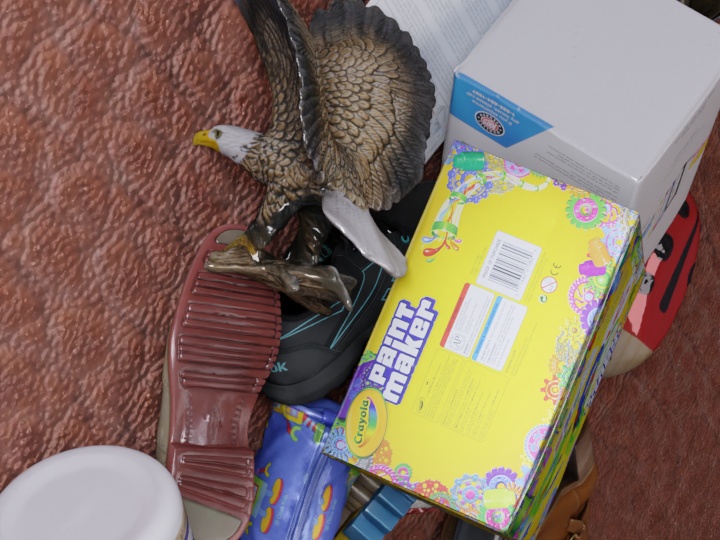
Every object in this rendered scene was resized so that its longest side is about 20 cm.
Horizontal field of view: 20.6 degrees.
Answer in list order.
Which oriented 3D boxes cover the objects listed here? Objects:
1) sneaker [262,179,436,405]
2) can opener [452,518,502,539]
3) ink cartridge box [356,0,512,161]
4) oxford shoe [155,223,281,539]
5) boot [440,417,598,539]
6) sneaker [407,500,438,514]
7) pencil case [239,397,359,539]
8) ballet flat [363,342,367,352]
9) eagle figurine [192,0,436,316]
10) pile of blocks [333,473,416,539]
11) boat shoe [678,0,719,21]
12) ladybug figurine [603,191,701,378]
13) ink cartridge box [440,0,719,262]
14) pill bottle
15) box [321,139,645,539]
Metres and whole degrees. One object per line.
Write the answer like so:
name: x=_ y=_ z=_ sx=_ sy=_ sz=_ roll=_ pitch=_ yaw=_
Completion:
sneaker: x=0.000 y=0.000 z=1.306 sx=0.200 sy=0.075 sz=0.080 roll=-48 pitch=135 yaw=-28
can opener: x=0.076 y=0.174 z=1.406 sx=0.053 sy=0.066 sz=0.201 roll=95 pitch=8 yaw=-80
ink cartridge box: x=0.041 y=-0.171 z=1.334 sx=0.200 sy=0.047 sz=0.160 roll=-52 pitch=144 yaw=-11
oxford shoe: x=-0.098 y=0.071 z=1.221 sx=0.070 sy=0.075 sz=0.201 roll=14 pitch=78 yaw=-21
boot: x=0.139 y=0.225 z=1.629 sx=0.200 sy=0.073 sz=0.155 roll=-43 pitch=141 yaw=-35
sneaker: x=0.064 y=0.111 z=1.475 sx=0.200 sy=0.078 sz=0.083 roll=-43 pitch=116 yaw=-38
pencil case: x=-0.050 y=0.182 z=1.310 sx=0.078 sy=0.087 sz=0.201 roll=20 pitch=86 yaw=-18
ballet flat: x=0.043 y=0.043 z=1.397 sx=0.067 sy=0.062 sz=0.200 roll=15 pitch=118 yaw=-49
eagle figurine: x=-0.031 y=-0.085 z=1.161 sx=0.152 sy=0.150 sz=0.201 roll=155 pitch=-49 yaw=-81
pile of blocks: x=0.018 y=0.130 z=1.355 sx=0.200 sy=0.062 sz=0.082 roll=-50 pitch=-178 yaw=11
boat shoe: x=0.227 y=-0.217 z=1.559 sx=0.199 sy=0.065 sz=0.072 roll=-8 pitch=113 yaw=-54
ladybug figurine: x=0.231 y=0.001 z=1.660 sx=0.136 sy=0.072 sz=0.201 roll=32 pitch=78 yaw=-56
ink cartridge box: x=0.153 y=-0.090 z=1.376 sx=0.145 sy=0.147 sz=0.200 roll=-51 pitch=164 yaw=-26
pill bottle: x=-0.141 y=0.210 z=1.156 sx=0.116 sy=0.115 sz=0.201 roll=-45 pitch=138 yaw=-36
box: x=0.084 y=0.053 z=1.221 sx=0.193 sy=0.121 sz=0.201 roll=50 pitch=63 yaw=-75
